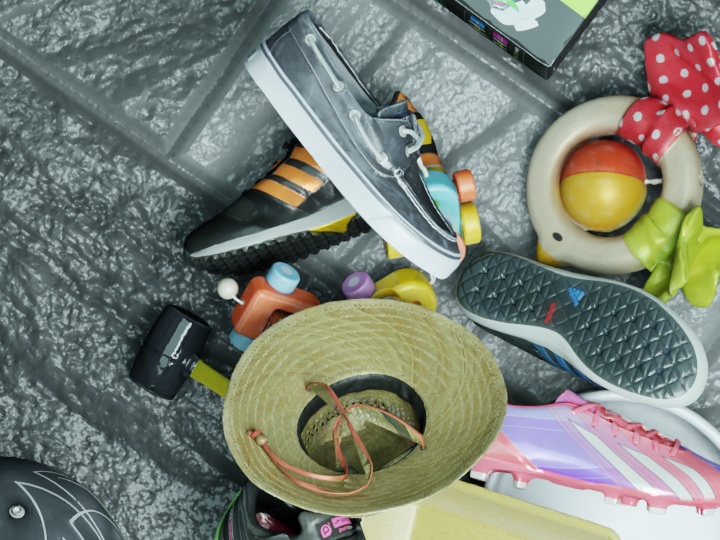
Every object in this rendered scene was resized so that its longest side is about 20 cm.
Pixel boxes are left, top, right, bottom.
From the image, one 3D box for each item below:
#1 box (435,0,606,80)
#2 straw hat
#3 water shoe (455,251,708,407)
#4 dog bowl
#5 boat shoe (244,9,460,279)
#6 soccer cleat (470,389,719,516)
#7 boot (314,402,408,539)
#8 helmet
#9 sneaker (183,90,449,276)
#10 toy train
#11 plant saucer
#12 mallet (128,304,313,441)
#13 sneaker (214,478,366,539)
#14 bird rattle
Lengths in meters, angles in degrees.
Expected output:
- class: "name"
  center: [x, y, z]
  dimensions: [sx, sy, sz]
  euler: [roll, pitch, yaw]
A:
- class: "box"
  center: [0.095, -0.252, 1.592]
  dimensions: [0.200, 0.124, 0.149]
  euler: [36, 93, 3]
- class: "straw hat"
  center: [0.000, 0.117, 1.525]
  dimensions: [0.200, 0.202, 0.085]
  euler: [2, 132, 3]
- class: "water shoe"
  center: [0.163, 0.042, 1.585]
  dimensions: [0.199, 0.079, 0.072]
  euler: [27, 84, 29]
- class: "dog bowl"
  center: [0.182, 0.183, 1.612]
  dimensions: [0.199, 0.079, 0.201]
  euler: [0, 91, 3]
- class: "boat shoe"
  center: [0.010, -0.086, 1.511]
  dimensions: [0.068, 0.072, 0.200]
  euler: [-40, 89, 14]
- class: "soccer cleat"
  center: [0.166, 0.121, 1.544]
  dimensions: [0.199, 0.067, 0.077]
  euler: [9, 86, 6]
- class: "boot"
  center: [-0.044, 0.193, 1.631]
  dimensions: [0.200, 0.072, 0.144]
  euler: [-43, 88, -6]
- class: "helmet"
  center: [-0.245, 0.236, 1.582]
  dimensions: [0.191, 0.200, 0.200]
  euler: [-43, 88, -14]
- class: "sneaker"
  center: [-0.040, -0.064, 1.634]
  dimensions: [0.199, 0.070, 0.090]
  euler: [-20, 75, 3]
- class: "toy train"
  center: [0.000, 0.000, 1.586]
  dimensions: [0.150, 0.056, 0.200]
  euler: [24, 116, -27]
- class: "plant saucer"
  center: [0.077, 0.248, 1.545]
  dimensions: [0.199, 0.048, 0.201]
  euler: [15, 91, 32]
- class: "mallet"
  center: [-0.083, 0.105, 1.616]
  dimensions: [0.200, 0.041, 0.066]
  euler: [39, 97, 23]
- class: "sneaker"
  center: [-0.021, 0.206, 1.529]
  dimensions: [0.199, 0.077, 0.084]
  euler: [31, 121, 29]
- class: "bird rattle"
  center: [0.195, -0.069, 1.604]
  dimensions: [0.162, 0.113, 0.201]
  euler: [-3, 87, 19]
